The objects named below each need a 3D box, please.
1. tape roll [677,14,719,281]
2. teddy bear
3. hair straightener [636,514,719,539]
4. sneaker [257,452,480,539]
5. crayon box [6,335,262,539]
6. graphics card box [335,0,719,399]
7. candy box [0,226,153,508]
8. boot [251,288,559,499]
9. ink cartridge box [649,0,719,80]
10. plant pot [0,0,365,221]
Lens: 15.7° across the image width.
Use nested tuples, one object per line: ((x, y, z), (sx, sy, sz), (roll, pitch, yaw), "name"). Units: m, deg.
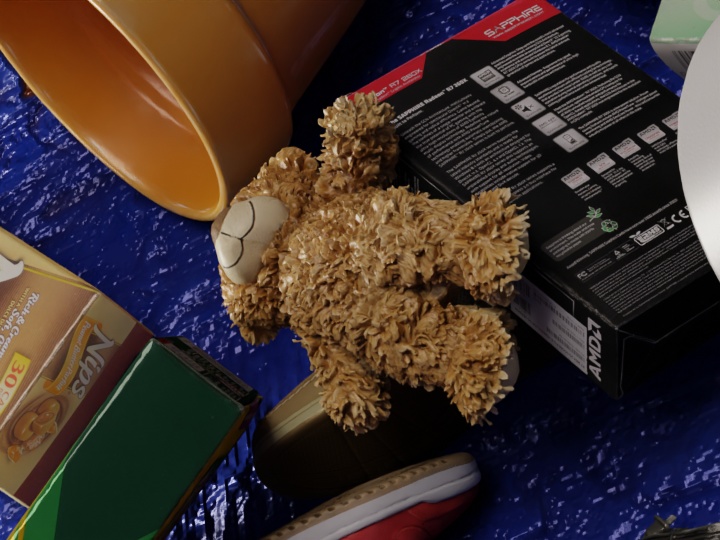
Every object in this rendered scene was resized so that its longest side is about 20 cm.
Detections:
((0.243, -0.056, 1.012), (0.139, 0.202, 0.204), (-40, 35, 55), "tape roll")
((0.000, 0.000, 1.161), (0.200, 0.067, 0.146), (38, 127, 38), "teddy bear")
((0.117, 0.122, 1.114), (0.200, 0.041, 0.077), (-18, 23, 46), "hair straightener")
((-0.013, 0.168, 1.186), (0.199, 0.113, 0.071), (-28, -2, -19), "sneaker")
((-0.120, 0.115, 1.219), (0.058, 0.200, 0.173), (37, 89, 1), "crayon box")
((0.097, -0.039, 1.187), (0.125, 0.051, 0.200), (-30, 48, -25), "graphics card box")
((-0.216, 0.034, 1.438), (0.200, 0.055, 0.116), (29, 81, 45), "candy box")
((0.013, 0.005, 1.265), (0.200, 0.073, 0.156), (-37, 50, 7), "boot")
((0.240, -0.181, 1.238), (0.160, 0.050, 0.201), (3, 66, 39), "ink cartridge box")
((-0.080, -0.161, 1.382), (0.183, 0.201, 0.200), (-45, 43, -18), "plant pot")
